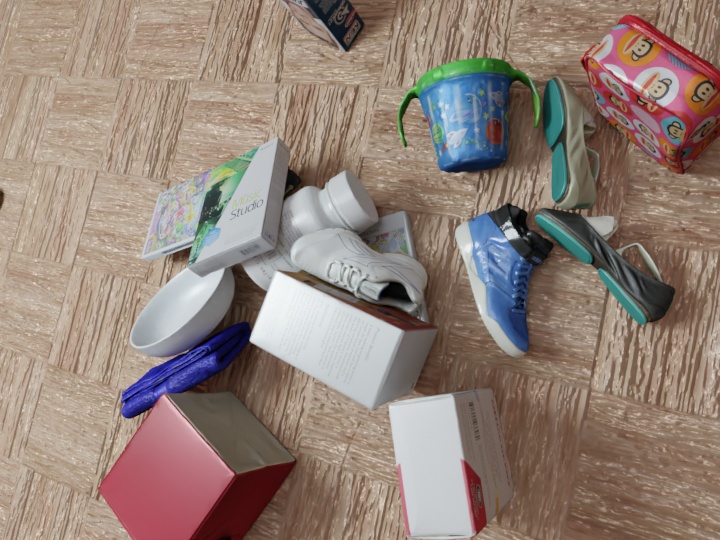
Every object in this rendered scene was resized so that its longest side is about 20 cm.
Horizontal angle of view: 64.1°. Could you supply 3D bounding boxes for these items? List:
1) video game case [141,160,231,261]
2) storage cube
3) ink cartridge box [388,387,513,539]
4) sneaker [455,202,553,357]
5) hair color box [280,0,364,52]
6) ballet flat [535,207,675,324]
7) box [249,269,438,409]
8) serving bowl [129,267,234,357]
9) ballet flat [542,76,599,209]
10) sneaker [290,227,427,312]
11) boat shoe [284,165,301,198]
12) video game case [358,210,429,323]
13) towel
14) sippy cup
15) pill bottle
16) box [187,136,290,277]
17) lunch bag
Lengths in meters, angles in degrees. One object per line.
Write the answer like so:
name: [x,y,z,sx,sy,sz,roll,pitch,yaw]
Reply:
video game case: [-0.300,-0.102,1.008,0.199,0.018,0.144,-15,56,32]
storage cube: [-0.237,0.307,0.863,0.200,0.171,0.180,37,95,25]
ink cartridge box: [0.116,0.225,0.702,0.085,0.200,0.149,-14,75,22]
sneaker: [0.209,0.006,0.767,0.111,0.077,0.201,-28,63,29]
hair color box: [-0.082,-0.438,0.912,0.100,0.200,0.061,36,95,25]
ballet flat: [0.316,-0.022,0.738,0.068,0.068,0.200,-42,77,1]
box: [-0.019,0.088,0.788,0.199,0.152,0.107,24,95,23]
serving bowl: [-0.281,0.068,0.950,0.199,0.066,0.201,-27,32,18]
ballet flat: [0.286,-0.171,0.775,0.069,0.069,0.201,-5,68,23]
sneaker: [0.000,0.000,0.787,0.199,0.087,0.075,15,117,-5]
boat shoe: [-0.177,-0.095,0.966,0.060,0.076,0.200,37,117,-14]
video game case: [0.005,0.027,0.887,0.181,0.023,0.202,-15,75,21]
towel: [-0.280,0.152,0.926,0.199,0.148,0.050,-28,102,16]
sippy cup: [0.152,-0.210,0.813,0.177,0.139,0.131,-7,87,47]
pill bottle: [-0.078,-0.060,0.866,0.199,0.114,0.115,-30,70,17]
box: [-0.180,-0.097,0.863,0.144,0.036,0.201,-19,48,26]
lunch bag: [0.339,-0.208,0.684,0.082,0.200,0.176,-48,66,14]
